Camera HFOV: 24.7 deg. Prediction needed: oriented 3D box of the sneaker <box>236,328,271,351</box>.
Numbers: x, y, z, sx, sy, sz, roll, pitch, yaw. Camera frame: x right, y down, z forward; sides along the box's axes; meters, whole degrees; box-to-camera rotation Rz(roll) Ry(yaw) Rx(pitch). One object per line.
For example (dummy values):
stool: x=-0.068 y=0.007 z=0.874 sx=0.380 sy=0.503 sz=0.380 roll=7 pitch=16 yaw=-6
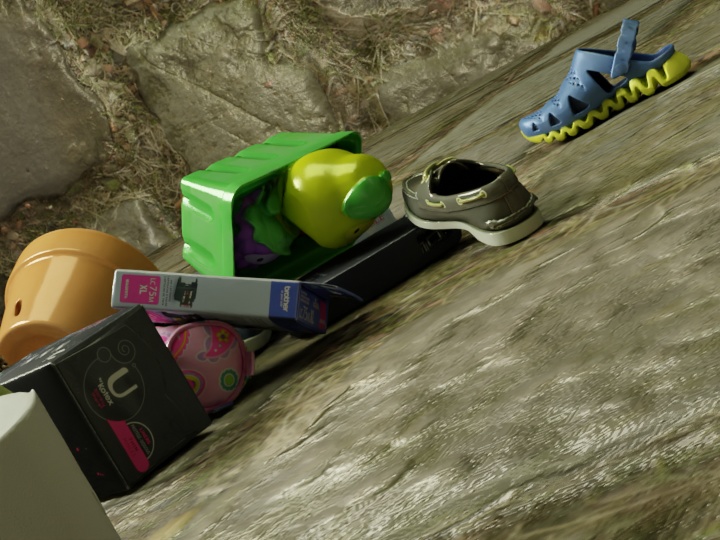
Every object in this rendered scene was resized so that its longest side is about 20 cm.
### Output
sneaker: x=-0.127 y=0.038 z=1.661 sx=0.075 sy=0.085 sz=0.200 roll=-26 pitch=9 yaw=26

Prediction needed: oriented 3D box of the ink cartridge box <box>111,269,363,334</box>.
ink cartridge box: x=-0.106 y=0.029 z=1.454 sx=0.200 sy=0.042 sz=0.119 roll=1 pitch=-8 yaw=11

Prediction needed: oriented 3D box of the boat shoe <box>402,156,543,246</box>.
boat shoe: x=0.092 y=-0.072 z=1.483 sx=0.072 sy=0.060 sz=0.202 roll=-33 pitch=23 yaw=-18

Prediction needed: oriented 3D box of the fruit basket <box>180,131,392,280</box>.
fruit basket: x=-0.052 y=-0.057 z=1.623 sx=0.215 sy=0.156 sz=0.216 roll=1 pitch=28 yaw=-1

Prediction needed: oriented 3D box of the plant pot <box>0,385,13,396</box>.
plant pot: x=-0.291 y=0.176 z=1.104 sx=0.200 sy=0.200 sz=0.190 roll=-32 pitch=-5 yaw=-15

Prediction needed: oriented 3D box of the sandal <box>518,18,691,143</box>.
sandal: x=0.261 y=-0.211 z=1.831 sx=0.200 sy=0.087 sz=0.079 roll=-30 pitch=9 yaw=13

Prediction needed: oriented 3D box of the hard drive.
hard drive: x=0.000 y=0.000 z=1.590 sx=0.200 sy=0.042 sz=0.135 roll=-31 pitch=8 yaw=-11

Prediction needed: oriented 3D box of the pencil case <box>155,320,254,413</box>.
pencil case: x=-0.165 y=0.090 z=1.486 sx=0.087 sy=0.087 sz=0.200 roll=-33 pitch=8 yaw=-25

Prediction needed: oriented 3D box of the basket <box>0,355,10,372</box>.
basket: x=-0.391 y=0.147 z=1.498 sx=0.149 sy=0.200 sz=0.143 roll=-39 pitch=3 yaw=-38

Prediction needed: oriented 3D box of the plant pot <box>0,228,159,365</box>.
plant pot: x=-0.327 y=0.072 z=1.880 sx=0.200 sy=0.200 sz=0.140 roll=-26 pitch=25 yaw=30

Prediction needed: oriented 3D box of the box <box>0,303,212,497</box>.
box: x=-0.240 y=0.123 z=1.387 sx=0.106 sy=0.122 sz=0.200 roll=-37 pitch=9 yaw=-40

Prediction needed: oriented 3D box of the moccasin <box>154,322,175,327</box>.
moccasin: x=-0.189 y=0.052 z=1.638 sx=0.068 sy=0.081 sz=0.200 roll=-2 pitch=-9 yaw=0

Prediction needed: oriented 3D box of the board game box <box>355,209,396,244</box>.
board game box: x=-0.084 y=-0.010 z=1.982 sx=0.200 sy=0.041 sz=0.199 roll=-35 pitch=9 yaw=-32

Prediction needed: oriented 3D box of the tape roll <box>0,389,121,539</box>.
tape roll: x=-0.232 y=0.177 z=0.898 sx=0.203 sy=0.139 sz=0.203 roll=-27 pitch=11 yaw=6
